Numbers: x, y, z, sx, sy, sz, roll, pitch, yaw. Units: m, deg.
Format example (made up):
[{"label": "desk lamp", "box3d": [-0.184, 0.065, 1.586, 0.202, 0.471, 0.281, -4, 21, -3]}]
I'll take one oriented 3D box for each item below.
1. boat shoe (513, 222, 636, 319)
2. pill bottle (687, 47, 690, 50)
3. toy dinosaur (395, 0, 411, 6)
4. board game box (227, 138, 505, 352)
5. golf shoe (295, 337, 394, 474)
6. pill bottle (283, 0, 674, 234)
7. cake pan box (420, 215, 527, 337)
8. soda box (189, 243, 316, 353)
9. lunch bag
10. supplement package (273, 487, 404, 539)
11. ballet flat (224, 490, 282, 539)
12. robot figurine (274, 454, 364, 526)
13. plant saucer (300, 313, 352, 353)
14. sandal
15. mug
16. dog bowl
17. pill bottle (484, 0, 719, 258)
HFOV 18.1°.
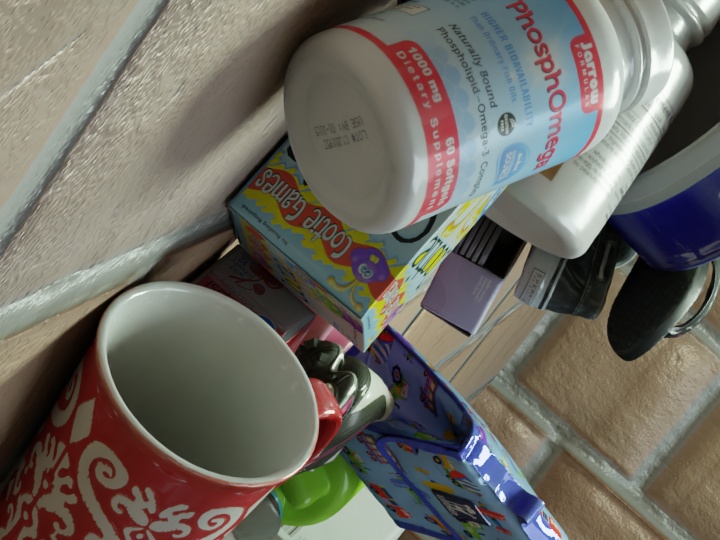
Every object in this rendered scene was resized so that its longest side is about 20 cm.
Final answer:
[{"label": "boat shoe", "box3d": [0.165, -0.024, 1.617, 0.072, 0.071, 0.200, -63, 178, 40]}, {"label": "pill bottle", "box3d": [0.216, -0.222, 1.567, 0.200, 0.113, 0.113, -49, 171, -10]}, {"label": "toy dinosaur", "box3d": [0.100, -0.207, 1.252, 0.199, 0.061, 0.106, -29, 174, -14]}, {"label": "board game box", "box3d": [0.029, -0.067, 1.318, 0.200, 0.103, 0.105, -48, 171, -8]}, {"label": "golf shoe", "box3d": [-0.066, 0.128, 1.566, 0.199, 0.078, 0.088, -31, 146, 22]}, {"label": "pill bottle", "box3d": [0.067, -0.099, 1.190, 0.199, 0.109, 0.109, -23, 158, -31]}, {"label": "cake pan box", "box3d": [0.120, -0.066, 1.641, 0.185, 0.052, 0.200, -64, 177, 27]}, {"label": "soda box", "box3d": [-0.101, 0.077, 1.391, 0.063, 0.070, 0.200, -41, 167, -42]}, {"label": "lunch bag", "box3d": [0.072, 0.139, 1.619, 0.094, 0.151, 0.200, -45, -146, -13]}, {"label": "supplement package", "box3d": [-0.083, 0.248, 1.938, 0.151, 0.152, 0.200, -37, 165, -53]}, {"label": "ballet flat", "box3d": [-0.114, 0.188, 1.679, 0.064, 0.068, 0.200, -41, -171, -20]}, {"label": "robot figurine", "box3d": [-0.035, 0.127, 1.781, 0.175, 0.116, 0.200, -25, -174, 29]}, {"label": "plant saucer", "box3d": [0.000, 0.000, 1.622, 0.201, 0.051, 0.201, -46, 173, -8]}, {"label": "sandal", "box3d": [0.225, -0.001, 1.561, 0.075, 0.048, 0.201, -30, -159, 38]}, {"label": "mug", "box3d": [-0.111, 0.127, 1.268, 0.200, 0.177, 0.134, -51, -151, 37]}, {"label": "dog bowl", "box3d": [0.245, -0.095, 1.523, 0.200, 0.079, 0.200, -39, -164, 13]}, {"label": "pill bottle", "box3d": [0.148, -0.119, 1.446, 0.201, 0.114, 0.114, -56, 172, -8]}]
